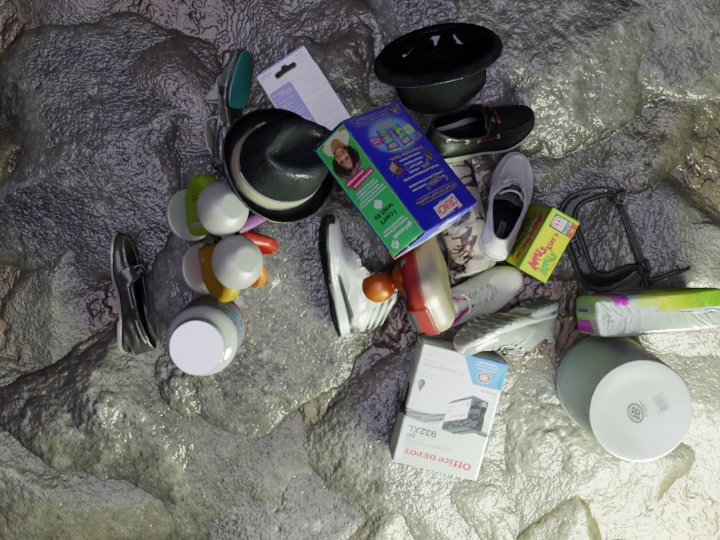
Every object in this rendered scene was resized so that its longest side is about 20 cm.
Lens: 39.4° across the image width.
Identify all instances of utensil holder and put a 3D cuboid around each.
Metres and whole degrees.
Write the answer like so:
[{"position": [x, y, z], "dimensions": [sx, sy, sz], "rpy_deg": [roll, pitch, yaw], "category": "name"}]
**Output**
[{"position": [0.410, 0.198, 1.581], "dimensions": [0.170, 0.200, 0.170], "rpy_deg": [0, 96, -1], "category": "utensil holder"}]

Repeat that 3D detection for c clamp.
[{"position": [0.420, -0.052, 1.644], "dimensions": [0.171, 0.027, 0.200], "rpy_deg": [-27, 97, 7], "category": "c clamp"}]

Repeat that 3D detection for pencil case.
[{"position": [0.155, -0.082, 1.605], "dimensions": [0.089, 0.078, 0.200], "rpy_deg": [-15, 96, 5], "category": "pencil case"}]

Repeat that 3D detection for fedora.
[{"position": [0.124, -0.305, 1.562], "dimensions": [0.200, 0.201, 0.092], "rpy_deg": [-13, 130, 0], "category": "fedora"}, {"position": [-0.102, -0.168, 1.494], "dimensions": [0.200, 0.092, 0.201], "rpy_deg": [12, 69, -34], "category": "fedora"}]

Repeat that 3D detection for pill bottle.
[{"position": [-0.239, 0.101, 1.554], "dimensions": [0.109, 0.200, 0.109], "rpy_deg": [0, 97, -1], "category": "pill bottle"}]

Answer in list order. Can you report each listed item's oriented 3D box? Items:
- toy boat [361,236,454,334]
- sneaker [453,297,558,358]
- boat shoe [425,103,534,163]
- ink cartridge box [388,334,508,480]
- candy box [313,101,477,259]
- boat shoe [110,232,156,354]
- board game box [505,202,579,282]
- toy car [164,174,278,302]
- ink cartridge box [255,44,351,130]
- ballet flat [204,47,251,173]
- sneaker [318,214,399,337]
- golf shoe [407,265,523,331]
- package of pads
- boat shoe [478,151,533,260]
[{"position": [0.065, 0.011, 1.546], "dimensions": [0.131, 0.200, 0.131], "rpy_deg": [-16, 135, 10], "category": "toy boat"}, {"position": [0.240, 0.108, 1.602], "dimensions": [0.200, 0.075, 0.082], "rpy_deg": [-15, 106, -26], "category": "sneaker"}, {"position": [0.192, -0.223, 1.567], "dimensions": [0.201, 0.063, 0.074], "rpy_deg": [-18, 57, -22], "category": "boat shoe"}, {"position": [0.141, 0.223, 1.634], "dimensions": [0.145, 0.084, 0.200], "rpy_deg": [14, 96, -3], "category": "ink cartridge box"}, {"position": [0.054, -0.136, 1.475], "dimensions": [0.200, 0.169, 0.077], "rpy_deg": [52, 127, 7], "category": "candy box"}, {"position": [-0.360, 0.037, 1.610], "dimensions": [0.057, 0.067, 0.200], "rpy_deg": [0, 103, 9], "category": "boat shoe"}, {"position": [0.270, -0.047, 1.550], "dimensions": [0.048, 0.200, 0.102], "rpy_deg": [29, 95, -4], "category": "board game box"}, {"position": [-0.202, -0.058, 1.574], "dimensions": [0.150, 0.175, 0.200], "rpy_deg": [-19, 97, -34], "category": "toy car"}, {"position": [-0.074, -0.249, 1.604], "dimensions": [0.095, 0.037, 0.200], "rpy_deg": [-33, 98, 3], "category": "ink cartridge box"}, {"position": [-0.214, -0.251, 1.587], "dimensions": [0.072, 0.072, 0.201], "rpy_deg": [3, 95, -2], "category": "ballet flat"}, {"position": [0.000, 0.000, 1.623], "dimensions": [0.115, 0.076, 0.201], "rpy_deg": [-12, 104, -9], "category": "sneaker"}, {"position": [0.174, 0.052, 1.615], "dimensions": [0.200, 0.092, 0.075], "rpy_deg": [-25, 95, 0], "category": "golf shoe"}, {"position": [0.452, 0.066, 1.591], "dimensions": [0.200, 0.155, 0.068], "rpy_deg": [-4, 89, -1], "category": "package of pads"}, {"position": [0.235, -0.111, 1.567], "dimensions": [0.073, 0.065, 0.200], "rpy_deg": [14, 61, -2], "category": "boat shoe"}]
